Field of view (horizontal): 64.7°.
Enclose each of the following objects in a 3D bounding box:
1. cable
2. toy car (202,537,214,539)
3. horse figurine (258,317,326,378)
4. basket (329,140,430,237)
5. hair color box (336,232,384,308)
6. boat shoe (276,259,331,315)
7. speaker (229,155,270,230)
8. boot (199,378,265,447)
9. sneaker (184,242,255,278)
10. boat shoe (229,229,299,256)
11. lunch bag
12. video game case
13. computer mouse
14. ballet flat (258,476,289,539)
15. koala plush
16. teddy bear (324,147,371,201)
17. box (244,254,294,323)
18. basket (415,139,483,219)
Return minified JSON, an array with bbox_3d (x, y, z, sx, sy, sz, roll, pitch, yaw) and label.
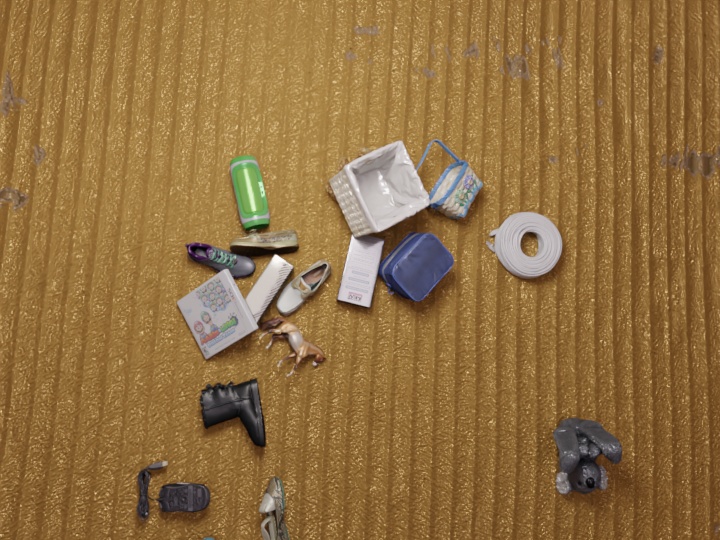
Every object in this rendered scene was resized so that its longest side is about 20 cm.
[{"bbox_3d":[0.506,-0.079,1.711,0.199,0.069,0.201,-38,89,-9],"label":"cable"},{"bbox_3d":[-0.489,0.814,1.475,0.198,0.184,0.179,-16,86,21],"label":"toy car"},{"bbox_3d":[-0.201,0.205,1.607,0.132,0.050,0.201,-35,82,-21],"label":"horse figurine"},{"bbox_3d":[0.049,-0.218,1.579,0.197,0.160,0.202,-29,95,-24],"label":"basket"},{"bbox_3d":[0.000,0.000,1.650,0.098,0.061,0.203,14,82,-4],"label":"hair color box"},{"bbox_3d":[-0.164,0.043,1.623,0.075,0.068,0.200,42,81,0],"label":"boat shoe"},{"bbox_3d":[-0.316,-0.221,1.628,0.087,0.088,0.203,-12,85,-8],"label":"speaker"},{"bbox_3d":[-0.350,0.398,1.561,0.160,0.073,0.201,-10,78,-10],"label":"boot"},{"bbox_3d":[-0.395,-0.029,1.595,0.197,0.088,0.075,15,82,-4],"label":"sneaker"},{"bbox_3d":[-0.275,-0.082,1.621,0.197,0.073,0.064,-1,69,-26],"label":"boat shoe"},{"bbox_3d":[0.150,-0.008,1.634,0.200,0.132,0.136,-44,106,-10],"label":"lunch bag"},{"bbox_3d":[-0.395,0.122,1.561,0.199,0.024,0.184,-30,87,25],"label":"video game case"},{"bbox_3d":[-0.505,0.585,1.541,0.197,0.046,0.143,-8,80,-2],"label":"computer mouse"},{"bbox_3d":[-0.238,0.670,1.539,0.075,0.067,0.203,-5,85,-44],"label":"ballet flat"},{"bbox_3d":[0.638,0.549,1.629,0.175,0.184,0.203,-12,106,1],"label":"koala plush"},{"bbox_3d":[-0.015,-0.276,1.685,0.144,0.067,0.202,29,75,-12],"label":"teddy bear"},{"bbox_3d":[-0.268,0.057,1.604,0.068,0.082,0.201,33,83,-2],"label":"box"},{"bbox_3d":[0.247,-0.260,1.666,0.199,0.139,0.178,32,82,-12],"label":"basket"}]
